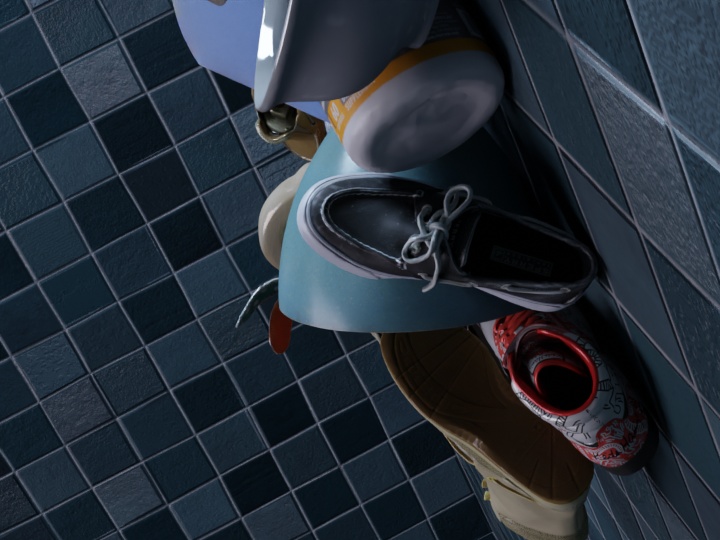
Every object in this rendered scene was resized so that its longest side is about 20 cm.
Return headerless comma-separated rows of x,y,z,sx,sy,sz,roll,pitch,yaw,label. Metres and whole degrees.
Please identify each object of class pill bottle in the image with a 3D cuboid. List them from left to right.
0.003,-0.174,1.137,0.201,0.116,0.116,62,177,22,pill bottle

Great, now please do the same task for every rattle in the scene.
-0.046,-0.043,1.527,0.200,0.130,0.143,-63,39,43,rattle

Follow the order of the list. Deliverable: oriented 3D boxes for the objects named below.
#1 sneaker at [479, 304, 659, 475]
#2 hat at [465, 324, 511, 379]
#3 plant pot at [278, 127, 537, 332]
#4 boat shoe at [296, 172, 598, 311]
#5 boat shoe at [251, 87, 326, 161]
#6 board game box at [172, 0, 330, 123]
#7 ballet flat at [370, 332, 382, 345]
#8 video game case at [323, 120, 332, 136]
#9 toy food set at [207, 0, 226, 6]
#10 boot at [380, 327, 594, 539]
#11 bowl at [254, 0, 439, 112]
0.128,0.051,1.214,0.108,0.067,0.202,41,-170,-49,sneaker
0.123,0.049,1.421,0.201,0.081,0.201,54,176,5,hat
0.035,-0.047,1.241,0.200,0.199,0.136,-126,31,-74,plant pot
0.057,-0.020,1.121,0.198,0.074,0.068,20,170,-1,boat shoe
-0.067,-0.141,1.488,0.071,0.076,0.200,15,156,18,boat shoe
-0.045,-0.205,1.274,0.039,0.199,0.159,-43,-26,-55,board game box
0.000,0.000,1.429,0.062,0.067,0.200,42,164,37,ballet flat
0.014,-0.124,1.433,0.200,0.025,0.182,40,-148,-55,video game case
-0.068,-0.280,1.032,0.144,0.060,0.201,127,151,-68,toy food set
0.099,0.127,1.328,0.200,0.073,0.156,39,166,23,boot
-0.001,-0.183,0.994,0.201,0.090,0.202,-170,90,-81,bowl
